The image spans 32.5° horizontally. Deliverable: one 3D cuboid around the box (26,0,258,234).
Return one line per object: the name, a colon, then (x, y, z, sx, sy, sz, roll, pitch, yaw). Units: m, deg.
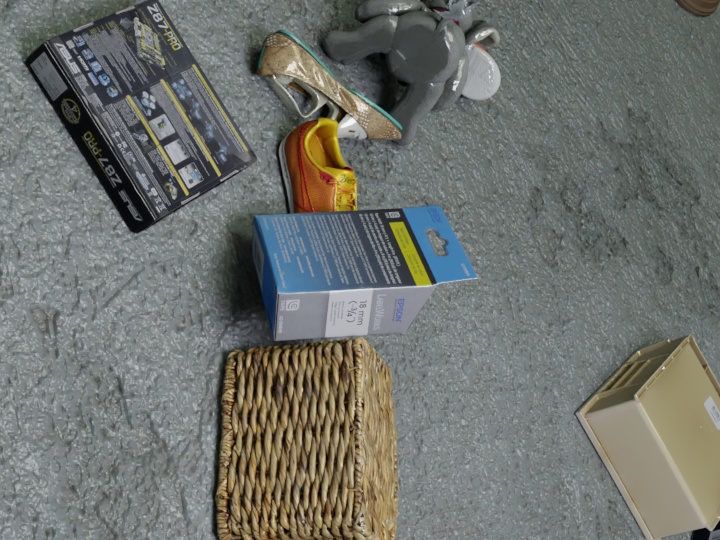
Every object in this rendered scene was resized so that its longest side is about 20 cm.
box: (-0.214, -0.158, 1.234, 0.161, 0.049, 0.200, -38, 98, -44)

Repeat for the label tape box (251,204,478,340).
label tape box: (0.000, 0.000, 1.243, 0.199, 0.063, 0.144, -3, 35, -13)

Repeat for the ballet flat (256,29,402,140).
ballet flat: (-0.040, -0.191, 1.411, 0.200, 0.070, 0.065, 35, 78, -23)

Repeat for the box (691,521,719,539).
box: (0.523, 0.422, 1.608, 0.200, 0.107, 0.149, 45, 47, -17)

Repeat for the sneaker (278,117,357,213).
sneaker: (-0.036, -0.069, 1.339, 0.073, 0.077, 0.200, -8, 78, -46)

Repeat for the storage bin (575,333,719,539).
storage bin: (0.405, 0.213, 1.606, 0.198, 0.094, 0.200, -34, 95, -46)

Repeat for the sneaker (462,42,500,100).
sneaker: (0.110, -0.309, 1.605, 0.200, 0.077, 0.082, 58, 17, -7)

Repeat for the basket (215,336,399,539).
basket: (-0.048, 0.180, 1.223, 0.143, 0.149, 0.200, 53, 33, -61)

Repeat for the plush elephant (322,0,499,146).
plush elephant: (0.078, -0.284, 1.494, 0.165, 0.200, 0.155, 46, 28, -7)

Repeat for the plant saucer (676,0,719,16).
plant saucer: (0.569, -0.536, 2.147, 0.200, 0.029, 0.201, 20, 58, -36)
